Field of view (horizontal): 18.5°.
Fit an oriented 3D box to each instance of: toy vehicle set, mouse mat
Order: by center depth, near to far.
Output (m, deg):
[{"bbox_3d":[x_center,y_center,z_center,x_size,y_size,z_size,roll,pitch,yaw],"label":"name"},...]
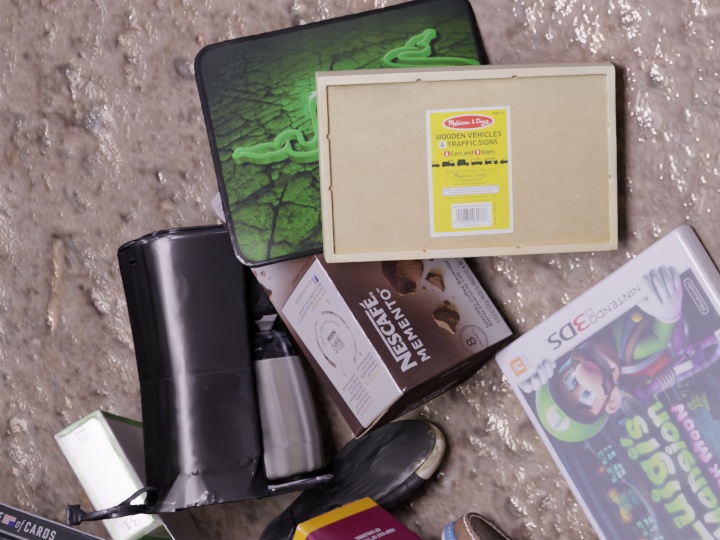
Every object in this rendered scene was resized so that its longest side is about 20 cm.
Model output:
[{"bbox_3d":[0.071,-0.072,1.472,0.198,0.027,0.125,-2,102,-3],"label":"toy vehicle set"},{"bbox_3d":[-0.005,-0.097,1.513,0.198,0.008,0.162,-13,78,-4],"label":"mouse mat"}]

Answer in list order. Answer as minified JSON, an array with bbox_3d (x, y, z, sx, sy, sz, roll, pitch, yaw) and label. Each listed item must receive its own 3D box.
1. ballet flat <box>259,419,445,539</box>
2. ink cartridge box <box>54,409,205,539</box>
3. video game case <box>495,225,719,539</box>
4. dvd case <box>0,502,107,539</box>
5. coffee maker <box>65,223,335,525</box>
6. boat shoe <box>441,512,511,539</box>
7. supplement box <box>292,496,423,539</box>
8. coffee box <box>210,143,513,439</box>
[{"bbox_3d":[-0.003,0.173,1.659,0.200,0.057,0.067,-41,40,33],"label":"ballet flat"},{"bbox_3d":[-0.154,0.206,1.714,0.048,0.146,0.201,-30,80,1],"label":"ink cartridge box"},{"bbox_3d":[0.204,0.100,1.494,0.182,0.023,0.201,-37,79,37],"label":"video game case"},{"bbox_3d":[-0.235,0.229,1.787,0.199,0.150,0.025,13,71,34],"label":"dvd case"},{"bbox_3d":[-0.119,0.070,1.608,0.134,0.191,0.202,-12,85,48],"label":"coffee maker"},{"bbox_3d":[0.143,0.230,1.549,0.200,0.072,0.073,42,107,23],"label":"boat shoe"},{"bbox_3d":[0.034,0.264,1.531,0.200,0.085,0.111,36,120,28],"label":"supplement box"},{"bbox_3d":[0.000,0.000,1.556,0.201,0.113,0.080,58,143,11],"label":"coffee box"}]
